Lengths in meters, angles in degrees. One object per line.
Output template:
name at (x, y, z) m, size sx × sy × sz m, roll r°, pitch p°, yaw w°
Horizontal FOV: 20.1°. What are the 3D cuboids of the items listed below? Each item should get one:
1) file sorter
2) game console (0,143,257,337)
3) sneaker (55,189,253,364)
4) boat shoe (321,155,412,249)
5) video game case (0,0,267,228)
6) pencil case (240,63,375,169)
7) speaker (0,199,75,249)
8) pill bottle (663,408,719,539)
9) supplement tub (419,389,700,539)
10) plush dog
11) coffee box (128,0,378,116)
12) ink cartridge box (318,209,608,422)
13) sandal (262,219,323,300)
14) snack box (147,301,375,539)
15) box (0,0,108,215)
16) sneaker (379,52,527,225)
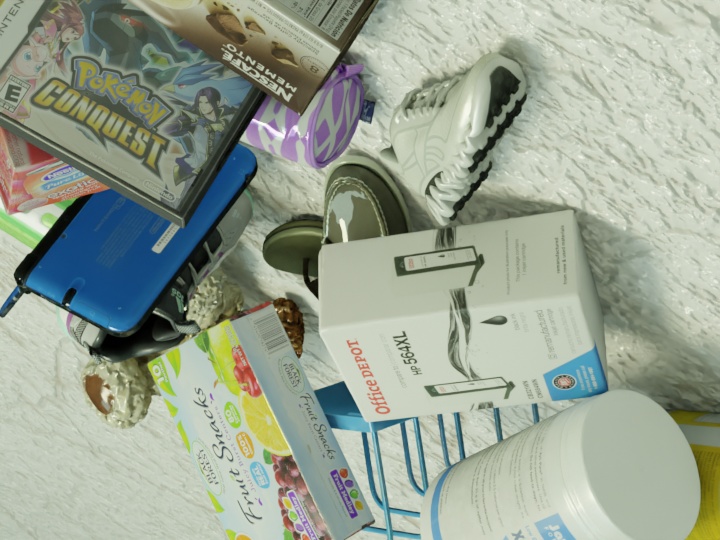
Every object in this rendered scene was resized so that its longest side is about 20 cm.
file sorter at (0.045, 0.153, 1.731) m, size 0.138 × 0.199 × 0.124 m, roll 0°, pitch 102°, yaw 49°
game console at (-0.197, -0.027, 1.707) m, size 0.170 × 0.200 × 0.119 m, roll 26°, pitch 155°, yaw 22°
sneaker at (-0.153, 0.012, 1.707) m, size 0.078 × 0.200 × 0.140 m, roll 54°, pitch 173°, yaw -32°
boat shoe at (0.003, 0.000, 1.642) m, size 0.072 × 0.060 × 0.203 m, roll 6°, pitch 131°, yaw 16°
video game case at (-0.166, -0.154, 1.452) m, size 0.199 × 0.181 × 0.026 m, roll 29°, pitch 163°, yaw 7°
pencil case at (-0.093, -0.144, 1.515) m, size 0.199 × 0.084 × 0.086 m, roll 21°, pitch 119°, yaw 19°
speaker at (-0.287, -0.053, 1.919) m, size 0.199 × 0.089 × 0.088 m, roll 32°, pitch 156°, yaw -1°
pill bottle at (0.294, 0.170, 1.610) m, size 0.199 × 0.112 × 0.112 m, roll 2°, pitch 143°, yaw 50°
supplement tub at (0.153, 0.185, 1.590) m, size 0.132 × 0.132 × 0.200 m, roll 39°, pitch 139°, yaw -17°
plush dog at (-0.144, 0.072, 1.925) m, size 0.171 × 0.200 × 0.161 m, roll 34°, pitch -160°, yaw -4°
coffee box at (-0.090, -0.208, 1.383) m, size 0.199 × 0.080 × 0.113 m, roll 34°, pitch 155°, yaw -4°
ink cartridge box at (0.080, 0.039, 1.551) m, size 0.199 × 0.085 × 0.146 m, roll -9°, pitch 145°, yaw 13°
sandal at (-0.001, 0.012, 1.730) m, size 0.200 × 0.058 × 0.080 m, roll 21°, pitch 154°, yaw 23°
snack box at (-0.084, 0.141, 1.678) m, size 0.142 × 0.053 × 0.201 m, roll -28°, pitch 86°, yaw 52°
box at (-0.244, -0.158, 1.520) m, size 0.095 × 0.102 × 0.201 m, roll 123°, pitch 129°, yaw -66°
sneaker at (0.060, -0.101, 1.430) m, size 0.081 × 0.075 × 0.200 m, roll 39°, pitch 157°, yaw 6°
